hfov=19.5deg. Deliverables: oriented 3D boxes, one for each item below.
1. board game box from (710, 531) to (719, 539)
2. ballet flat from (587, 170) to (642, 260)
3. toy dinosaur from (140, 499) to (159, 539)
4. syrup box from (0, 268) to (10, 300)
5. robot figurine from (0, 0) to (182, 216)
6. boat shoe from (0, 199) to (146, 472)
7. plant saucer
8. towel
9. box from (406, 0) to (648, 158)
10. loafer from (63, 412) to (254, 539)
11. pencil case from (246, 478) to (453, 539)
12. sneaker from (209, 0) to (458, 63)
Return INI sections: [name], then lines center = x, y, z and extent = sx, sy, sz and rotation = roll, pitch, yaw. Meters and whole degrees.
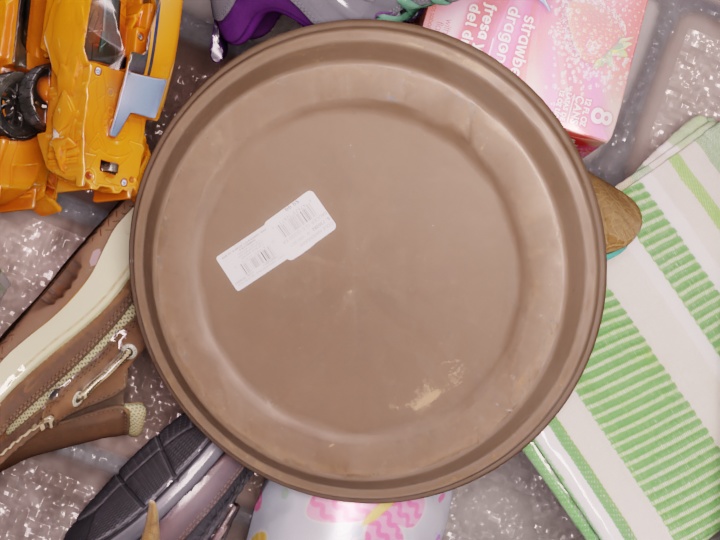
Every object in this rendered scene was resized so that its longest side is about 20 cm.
[board game box]
center = 0.152, 0.228, 0.950
extent = 0.135, 0.035, 0.200
rotation = 38, 83, -2
[ballet flat]
center = 0.019, -0.040, 0.882
extent = 0.198, 0.068, 0.073
rotation = 1, 123, 7
[toy dinosaur]
center = -0.073, 0.198, 0.855
extent = 0.106, 0.060, 0.201
rotation = -27, 90, 17
[syrup box]
center = -0.252, -0.031, 0.908
extent = 0.200, 0.079, 0.082
rotation = 39, 83, -2
[robot figurine]
center = -0.124, -0.127, 0.914
extent = 0.058, 0.144, 0.202
rotation = 15, 78, -43
[boat shoe]
center = -0.125, 0.049, 0.919
extent = 0.075, 0.075, 0.203
rotation = 41, 83, -7
[plant saucer]
center = 0.000, 0.000, 0.849
extent = 0.199, 0.029, 0.202
rotation = 2, 100, 9
[towel]
center = 0.140, 0.031, 0.929
extent = 0.200, 0.023, 0.153
rotation = -34, 88, -34
[box]
center = 0.083, -0.157, 0.940
extent = 0.094, 0.103, 0.201
rotation = 16, 83, -4
[loafer]
center = -0.104, 0.139, 0.923
extent = 0.200, 0.072, 0.063
rotation = -46, 109, -1
[pencil case]
center = -0.012, 0.151, 0.916
extent = 0.090, 0.083, 0.201
rotation = 16, 85, -22
[sneaker]
center = 0.026, -0.125, 0.862
extent = 0.199, 0.074, 0.088
rotation = 3, 106, 23
